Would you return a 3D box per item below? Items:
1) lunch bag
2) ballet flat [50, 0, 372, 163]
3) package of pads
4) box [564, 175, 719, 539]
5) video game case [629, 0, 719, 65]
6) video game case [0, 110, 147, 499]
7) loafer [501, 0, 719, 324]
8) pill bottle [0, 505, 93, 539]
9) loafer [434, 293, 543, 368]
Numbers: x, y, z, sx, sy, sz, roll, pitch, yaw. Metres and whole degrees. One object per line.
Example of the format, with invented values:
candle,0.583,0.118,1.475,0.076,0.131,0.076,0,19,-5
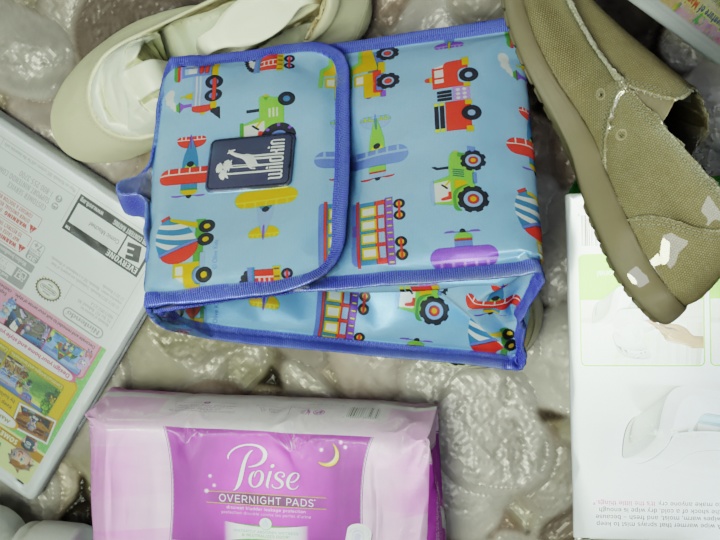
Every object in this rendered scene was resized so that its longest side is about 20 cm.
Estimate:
lunch bag,-0.018,-0.037,0.768,0.199,0.094,0.151,-1,58,-1
ballet flat,-0.089,-0.114,0.839,0.199,0.069,0.070,-26,92,13
package of pads,-0.052,0.129,0.860,0.199,0.076,0.121,2,99,11
box,0.205,0.042,0.788,0.199,0.097,0.178,-2,98,11
video game case,0.173,-0.203,0.721,0.024,0.200,0.182,45,106,37
video game case,-0.224,0.003,0.904,0.199,0.022,0.183,33,102,4
loafer,0.123,-0.073,0.724,0.067,0.076,0.201,-25,68,14
pill bottle,-0.251,0.186,0.887,0.199,0.113,0.114,2,98,10
loafer,0.000,0.000,0.836,0.199,0.068,0.076,16,100,8
